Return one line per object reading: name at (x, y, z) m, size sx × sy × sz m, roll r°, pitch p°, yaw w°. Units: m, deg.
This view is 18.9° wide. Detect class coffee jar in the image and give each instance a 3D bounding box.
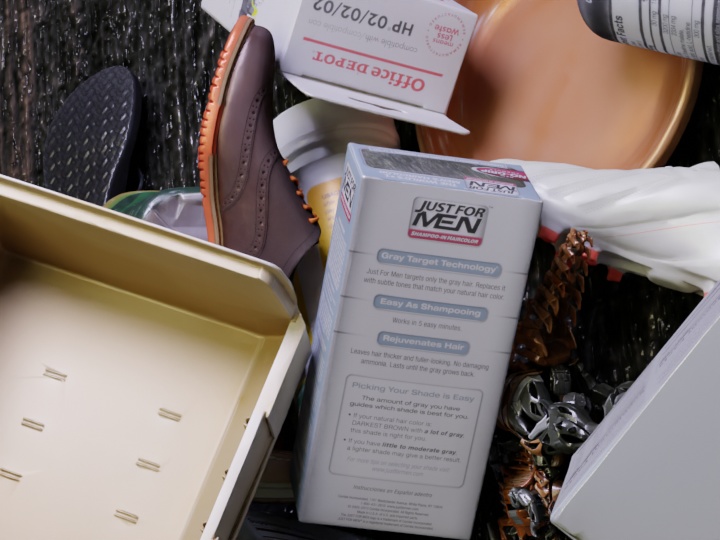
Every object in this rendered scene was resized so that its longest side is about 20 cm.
coffee jar at (-0.120, 0.000, 1.360) m, size 0.200 × 0.085 × 0.105 m, roll -173°, pitch 85°, yaw -74°

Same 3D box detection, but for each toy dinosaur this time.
toy dinosaur at (0.109, 0.085, 1.178) m, size 0.102 × 0.201 × 0.135 m, roll -36°, pitch 36°, yaw -31°

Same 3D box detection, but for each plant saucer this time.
plant saucer at (0.120, -0.115, 1.283) m, size 0.199 × 0.037 × 0.202 m, roll -11°, pitch 71°, yaw 37°

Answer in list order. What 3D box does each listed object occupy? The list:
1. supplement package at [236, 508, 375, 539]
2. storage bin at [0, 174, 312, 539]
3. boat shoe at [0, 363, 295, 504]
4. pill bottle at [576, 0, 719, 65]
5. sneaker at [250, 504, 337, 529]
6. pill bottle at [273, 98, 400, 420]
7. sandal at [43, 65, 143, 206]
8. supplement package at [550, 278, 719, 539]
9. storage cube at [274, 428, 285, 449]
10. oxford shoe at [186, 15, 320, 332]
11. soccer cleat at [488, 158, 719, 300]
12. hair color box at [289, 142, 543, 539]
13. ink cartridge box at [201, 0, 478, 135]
supplement package at (-0.027, 0.275, 1.217) m, size 0.200 × 0.147 × 0.192 m, roll 43°, pitch 104°, yaw 38°
storage bin at (-0.152, 0.077, 1.134) m, size 0.197 × 0.094 × 0.201 m, roll 17°, pitch 68°, yaw 12°
boat shoe at (-0.106, 0.093, 1.228) m, size 0.074 × 0.199 × 0.067 m, roll 171°, pitch 108°, yaw -69°
pill bottle at (0.187, -0.166, 1.163) m, size 0.199 × 0.106 × 0.107 m, roll 16°, pitch 87°, yaw 22°
sneaker at (-0.095, 0.207, 1.321) m, size 0.200 × 0.083 × 0.072 m, roll -36°, pitch 47°, yaw -21°
pill bottle at (0.000, 0.000, 1.298) m, size 0.112 × 0.112 × 0.201 m, roll -29°, pitch 61°, yaw 29°
sandal at (-0.183, -0.045, 1.500) m, size 0.075 × 0.045 × 0.201 m, roll -9°, pitch 67°, yaw 30°
supplement package at (0.219, 0.109, 1.030) m, size 0.200 × 0.111 × 0.156 m, roll 38°, pitch 105°, yaw 2°
storage cube at (-0.186, 0.139, 1.372) m, size 0.179 × 0.170 × 0.201 m, roll 20°, pitch 91°, yaw 42°
oxford shoe at (-0.056, -0.043, 1.230) m, size 0.072 × 0.071 × 0.202 m, roll 5°, pitch 99°, yaw 4°
soccer cleat at (0.160, -0.031, 1.190) m, size 0.199 × 0.069 × 0.078 m, roll 20°, pitch 81°, yaw 18°
hair color box at (0.027, 0.040, 1.169) m, size 0.061 × 0.098 × 0.201 m, roll -108°, pitch 27°, yaw -67°
ink cartridge box at (-0.009, -0.151, 1.299) m, size 0.200 × 0.114 × 0.068 m, roll 45°, pitch 120°, yaw 60°
